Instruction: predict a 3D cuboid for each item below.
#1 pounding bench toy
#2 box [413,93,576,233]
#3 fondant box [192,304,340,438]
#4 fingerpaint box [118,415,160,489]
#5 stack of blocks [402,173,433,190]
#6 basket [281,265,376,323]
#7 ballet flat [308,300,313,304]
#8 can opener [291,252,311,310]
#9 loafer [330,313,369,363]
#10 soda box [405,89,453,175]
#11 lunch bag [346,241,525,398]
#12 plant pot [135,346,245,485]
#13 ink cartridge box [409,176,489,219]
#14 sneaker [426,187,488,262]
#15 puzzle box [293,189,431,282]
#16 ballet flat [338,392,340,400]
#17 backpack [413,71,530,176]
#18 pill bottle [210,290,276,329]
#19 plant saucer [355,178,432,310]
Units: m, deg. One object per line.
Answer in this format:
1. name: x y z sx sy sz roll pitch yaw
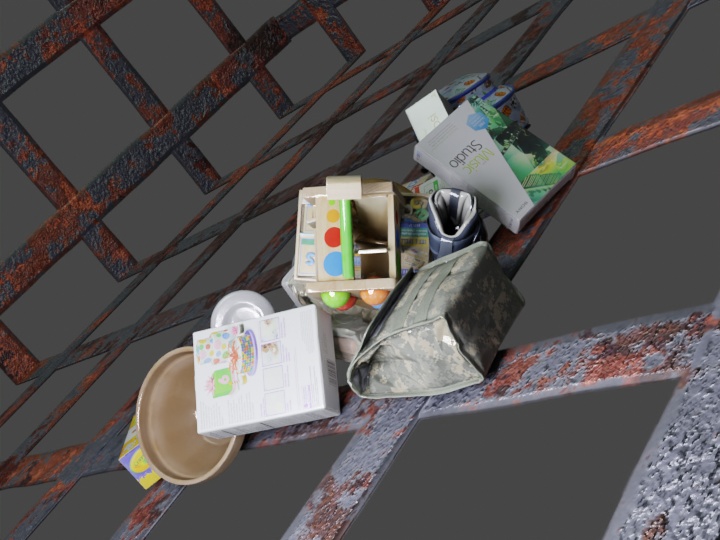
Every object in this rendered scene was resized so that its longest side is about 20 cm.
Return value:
1. pounding bench toy: -0.011 -0.032 1.413 0.122 0.159 0.200 -3 -8 10
2. box: 0.197 -0.161 1.570 0.144 0.199 0.037 -43 -21 -25
3. fondant box: -0.132 0.142 1.477 0.197 0.146 0.058 -13 -20 19
4. fingerpaint box: -0.292 0.244 1.766 0.199 0.074 0.167 -38 15 7
5. stack of blocks: 0.056 -0.075 1.874 0.115 0.059 0.200 -18 26 51
6. basket: 0.000 0.000 1.666 0.200 0.136 0.123 -48 21 -25
7. ballet flat: -0.102 0.118 1.709 0.200 0.068 0.067 -48 4 -31
8. can opener: -0.097 0.042 1.759 0.053 0.066 0.202 -53 -15 -69
9. loafer: 0.011 0.110 1.495 0.071 0.064 0.199 -18 20 -32
10. soda box: 0.149 -0.201 1.793 0.068 0.063 0.202 -32 61 19
11. lunch bag: 0.080 0.071 1.322 0.199 0.118 0.164 -23 20 40
12. plant pot: -0.235 0.219 1.602 0.200 0.203 0.092 -31 -23 24
13. ink cartridge box: 0.134 -0.101 1.681 0.199 0.108 0.051 -28 58 35
14. sneaker: 0.141 -0.071 1.510 0.076 0.148 0.203 5 37 12
15. puzzle box: 0.004 -0.045 1.527 0.197 0.135 0.025 2 -6 10
16. ballet flat: -0.106 0.183 1.536 0.199 0.063 0.069 -17 25 52
17. backpack: 0.206 -0.272 1.931 0.200 0.155 0.190 -42 26 -20
18. pill bottle: -0.195 0.098 1.816 0.112 0.112 0.200 -41 -2 -8
19. plant saucer: 0.032 -0.043 1.583 0.200 0.200 0.035 -45 4 -20
